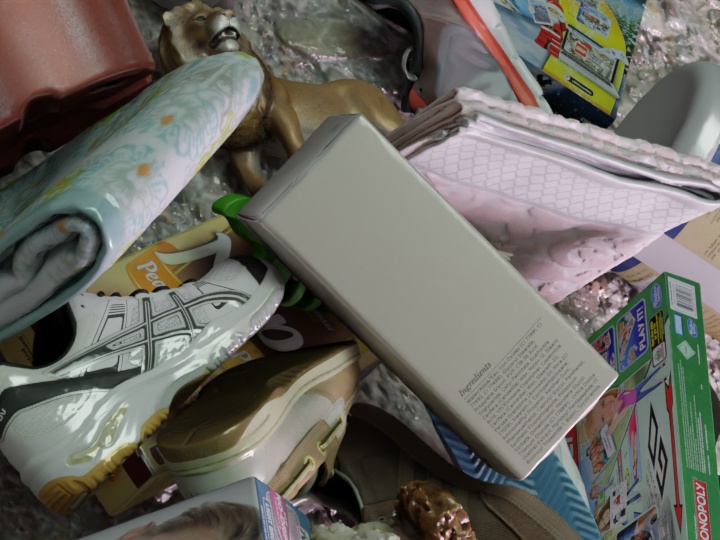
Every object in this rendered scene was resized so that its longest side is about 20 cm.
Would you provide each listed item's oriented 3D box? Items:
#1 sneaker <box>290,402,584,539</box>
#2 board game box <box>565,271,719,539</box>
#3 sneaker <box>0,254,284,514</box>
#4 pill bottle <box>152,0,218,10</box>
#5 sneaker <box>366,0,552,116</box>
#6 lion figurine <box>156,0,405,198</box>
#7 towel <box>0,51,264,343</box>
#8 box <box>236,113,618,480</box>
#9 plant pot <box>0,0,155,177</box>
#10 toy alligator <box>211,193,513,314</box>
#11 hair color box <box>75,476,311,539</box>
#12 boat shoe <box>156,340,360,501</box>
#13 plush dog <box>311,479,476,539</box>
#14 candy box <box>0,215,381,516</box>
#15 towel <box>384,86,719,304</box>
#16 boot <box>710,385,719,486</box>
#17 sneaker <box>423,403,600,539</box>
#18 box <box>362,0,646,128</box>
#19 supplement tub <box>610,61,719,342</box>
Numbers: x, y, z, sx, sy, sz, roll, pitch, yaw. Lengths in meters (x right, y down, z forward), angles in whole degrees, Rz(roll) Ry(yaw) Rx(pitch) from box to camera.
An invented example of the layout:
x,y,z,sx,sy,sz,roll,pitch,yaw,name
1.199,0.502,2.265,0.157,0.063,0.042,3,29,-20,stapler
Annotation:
x,y,z,sx,sy,sz,roll,pitch,yaw,name
0.041,0.145,1.564,0.200,0.071,0.075,29,55,37,sneaker
0.151,0.118,1.660,0.029,0.135,0.200,20,48,-25,board game box
-0.115,0.033,1.479,0.088,0.076,0.200,45,44,1,sneaker
-0.063,-0.234,1.708,0.111,0.200,0.111,21,47,-25,pill bottle
0.068,-0.106,1.824,0.200,0.082,0.077,61,1,-6,sneaker
-0.032,-0.090,1.733,0.200,0.072,0.123,15,42,-47,lion figurine
-0.153,-0.027,1.488,0.048,0.200,0.171,50,40,-13,towel
0.035,0.013,1.535,0.082,0.068,0.200,-45,101,-7,box
-0.218,-0.154,1.549,0.201,0.201,0.196,-24,84,-45,plant pot
0.000,0.000,1.614,0.200,0.059,0.054,11,95,-36,toy alligator
-0.117,0.178,1.360,0.061,0.200,0.100,44,30,-54,hair color box
-0.046,0.086,1.491,0.200,0.074,0.067,-35,110,-64,boat shoe
-0.019,0.186,1.475,0.160,0.200,0.172,34,24,33,plush dog
-0.087,0.041,1.590,0.200,0.055,0.116,-26,78,-45,candy box
0.078,-0.033,1.674,0.200,0.191,0.032,14,61,-32,towel
0.178,0.123,1.738,0.073,0.076,0.200,6,34,-6,boot
0.072,0.078,1.627,0.076,0.081,0.201,-18,103,-6,sneaker
0.090,-0.185,1.909,0.200,0.038,0.137,33,45,-14,box
0.252,-0.023,1.836,0.200,0.144,0.145,33,45,-14,supplement tub
